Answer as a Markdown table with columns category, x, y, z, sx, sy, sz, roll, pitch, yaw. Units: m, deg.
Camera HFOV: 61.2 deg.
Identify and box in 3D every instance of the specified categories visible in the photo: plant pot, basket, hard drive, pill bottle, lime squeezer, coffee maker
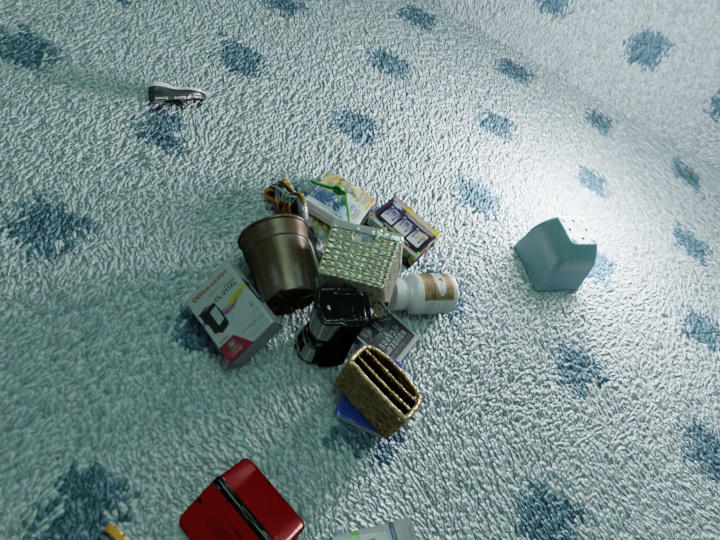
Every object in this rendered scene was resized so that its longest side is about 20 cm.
| category | x | y | z | sx | sy | sz | roll | pitch | yaw |
| --- | --- | --- | --- | --- | --- | --- | --- | --- | --- |
| plant pot | -0.205 | -0.007 | 1.587 | 0.195 | 0.201 | 0.203 | -5 | 62 | -27 |
| basket | 0.000 | 0.000 | 1.582 | 0.192 | 0.202 | 0.164 | 14 | 61 | 9 |
| hard drive | 0.023 | 0.299 | 1.537 | 0.129 | 0.026 | 0.204 | 25 | 55 | -5 |
| pill bottle | 0.174 | 0.067 | 1.747 | 0.194 | 0.115 | 0.117 | 0 | 53 | -24 |
| lime squeezer | -0.066 | -0.221 | 1.833 | 0.070 | 0.038 | 0.201 | -19 | 60 | -41 |
| plant pot | 0.672 | -0.071 | 2.030 | 0.190 | 0.202 | 0.201 | -1 | 54 | -25 |
| coffee maker | -0.052 | 0.149 | 1.519 | 0.187 | 0.202 | 0.137 | 20 | 49 | -7 |
| basket | 0.057 | 0.271 | 1.460 | 0.200 | 0.150 | 0.142 | 44 | 55 | 11 |

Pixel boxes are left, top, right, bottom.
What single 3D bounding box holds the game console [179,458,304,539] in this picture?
| category | x | y | z | sx | sy | sz | roll | pitch | yaw |
| --- | --- | --- | --- | --- | --- | --- | --- | --- | --- |
| game console | -0.242 | 0.524 | 1.258 | 0.200 | 0.119 | 0.172 | 43 | 80 | 13 |

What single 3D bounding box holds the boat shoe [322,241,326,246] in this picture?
| category | x | y | z | sx | sy | sz | roll | pitch | yaw |
| --- | --- | --- | --- | --- | --- | --- | --- | --- | --- |
| boat shoe | -0.039 | -0.008 | 1.742 | 0.195 | 0.072 | 0.070 | 24 | 57 | 13 |

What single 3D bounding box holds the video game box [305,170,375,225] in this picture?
| category | x | y | z | sx | sy | sz | roll | pitch | yaw |
| --- | --- | --- | --- | --- | --- | --- | --- | --- | --- |
| video game box | -0.065 | -0.208 | 1.884 | 0.179 | 0.047 | 0.201 | 32 | 40 | 1 |

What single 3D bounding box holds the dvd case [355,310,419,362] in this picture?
| category | x | y | z | sx | sy | sz | roll | pitch | yaw |
| --- | --- | --- | --- | --- | --- | --- | --- | --- | --- |
| dvd case | 0.050 | 0.168 | 1.671 | 0.199 | 0.025 | 0.150 | 40 | 49 | 9 |

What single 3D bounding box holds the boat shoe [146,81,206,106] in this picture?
| category | x | y | z | sx | sy | sz | roll | pitch | yaw |
| --- | --- | --- | --- | --- | --- | --- | --- | --- | --- |
| boat shoe | -0.580 | -0.549 | 1.925 | 0.196 | 0.075 | 0.063 | -5 | 93 | -39 |

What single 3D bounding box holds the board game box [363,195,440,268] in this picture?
| category | x | y | z | sx | sy | sz | roll | pitch | yaw |
| --- | --- | --- | --- | --- | --- | --- | --- | --- | --- |
| board game box | 0.130 | -0.124 | 1.919 | 0.199 | 0.057 | 0.164 | 42 | 47 | 12 |

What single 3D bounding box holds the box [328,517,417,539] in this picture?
| category | x | y | z | sx | sy | sz | roll | pitch | yaw |
| --- | --- | --- | --- | --- | --- | --- | --- | --- | --- |
| box | 0.041 | 0.628 | 1.291 | 0.194 | 0.042 | 0.159 | -2 | 55 | -25 |

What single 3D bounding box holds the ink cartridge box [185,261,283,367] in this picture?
| category | x | y | z | sx | sy | sz | roll | pitch | yaw |
| --- | --- | --- | --- | --- | --- | --- | --- | --- | --- |
| ink cartridge box | -0.307 | 0.105 | 1.471 | 0.145 | 0.083 | 0.201 | -42 | 73 | 0 |

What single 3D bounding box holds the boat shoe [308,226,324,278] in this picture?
| category | x | y | z | sx | sy | sz | roll | pitch | yaw |
| --- | --- | --- | --- | --- | --- | --- | --- | --- | --- |
| boat shoe | -0.130 | -0.057 | 1.708 | 0.064 | 0.076 | 0.201 | -1 | 37 | -26 |

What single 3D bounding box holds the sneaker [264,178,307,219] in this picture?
| category | x | y | z | sx | sy | sz | roll | pitch | yaw |
| --- | --- | --- | --- | --- | --- | --- | --- | --- | --- |
| sneaker | -0.214 | -0.197 | 1.780 | 0.076 | 0.080 | 0.200 | -20 | 39 | -25 |

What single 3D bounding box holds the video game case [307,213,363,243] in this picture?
| category | x | y | z | sx | sy | sz | roll | pitch | yaw |
| --- | --- | --- | --- | --- | --- | --- | --- | --- | --- |
| video game case | -0.088 | -0.115 | 1.836 | 0.195 | 0.018 | 0.146 | 23 | 48 | -7 |

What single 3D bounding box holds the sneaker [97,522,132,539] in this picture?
| category | x | y | z | sx | sy | sz | roll | pitch | yaw |
| --- | --- | --- | --- | --- | --- | --- | --- | --- | --- |
| sneaker | -0.418 | 0.561 | 1.117 | 0.199 | 0.079 | 0.077 | 40 | 61 | 14 |
